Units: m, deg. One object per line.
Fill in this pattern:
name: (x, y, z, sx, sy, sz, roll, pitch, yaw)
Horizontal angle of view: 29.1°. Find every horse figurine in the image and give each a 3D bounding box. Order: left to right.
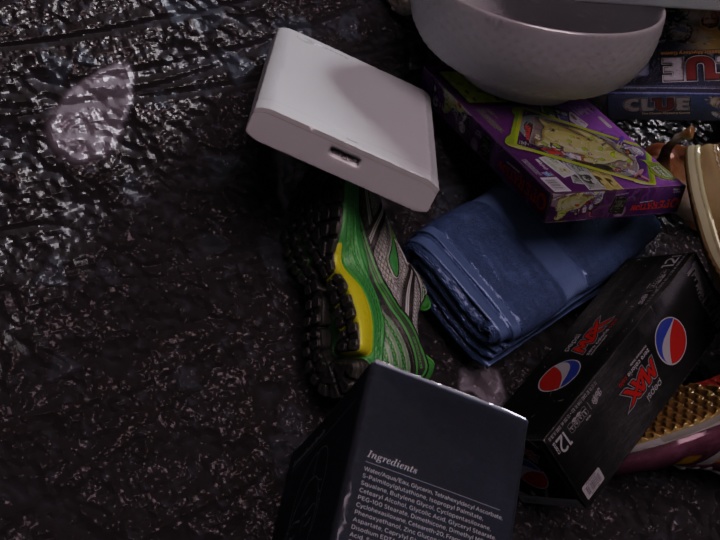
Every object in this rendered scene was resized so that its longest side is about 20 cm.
horse figurine: (0.276, -0.070, 1.100, 0.199, 0.132, 0.050, 24, 67, -21)

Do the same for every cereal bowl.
cereal bowl: (0.130, -0.186, 1.075, 0.198, 0.084, 0.201, 10, 31, -6)

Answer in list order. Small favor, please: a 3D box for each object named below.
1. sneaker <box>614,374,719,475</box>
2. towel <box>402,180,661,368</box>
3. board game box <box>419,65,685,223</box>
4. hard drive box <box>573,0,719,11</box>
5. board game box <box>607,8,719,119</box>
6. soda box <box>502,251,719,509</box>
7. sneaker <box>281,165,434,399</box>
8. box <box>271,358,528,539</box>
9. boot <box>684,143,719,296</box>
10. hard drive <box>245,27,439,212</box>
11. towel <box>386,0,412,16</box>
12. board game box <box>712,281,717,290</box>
sneaker: (0.258, 0.125, 0.997, 0.199, 0.075, 0.091, -18, 109, -9)
towel: (0.127, -0.016, 1.036, 0.199, 0.049, 0.112, -30, 74, -33)
board game box: (0.140, -0.101, 1.048, 0.119, 0.033, 0.200, -9, 37, -24)
hard drive box: (0.227, -0.271, 1.096, 0.198, 0.077, 0.156, -1, 33, -23)
board game box: (0.309, -0.188, 1.156, 0.198, 0.035, 0.136, 1, 57, 11)
soda box: (0.173, 0.073, 0.970, 0.200, 0.071, 0.064, -45, 111, -29)
sneaker: (0.000, 0.000, 0.968, 0.085, 0.078, 0.201, 11, 59, -35)
box: (0.009, 0.183, 0.810, 0.106, 0.149, 0.201, 21, 56, -11)
boot: (0.318, -0.023, 0.962, 0.154, 0.072, 0.201, -23, 60, 15)
hard drive: (-0.010, -0.112, 0.983, 0.131, 0.026, 0.200, 23, 23, -9)
towel: (0.029, -0.308, 1.173, 0.132, 0.035, 0.201, -26, 75, -31)
board game box: (0.392, 0.039, 1.075, 0.198, 0.035, 0.136, 14, 13, -15)
